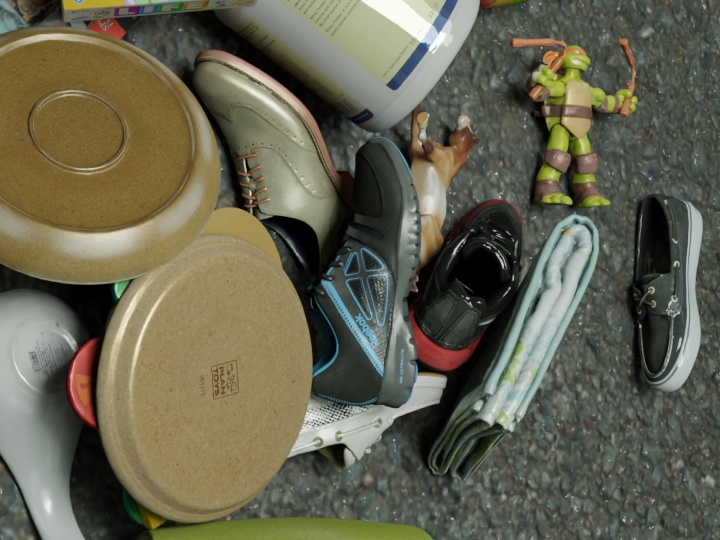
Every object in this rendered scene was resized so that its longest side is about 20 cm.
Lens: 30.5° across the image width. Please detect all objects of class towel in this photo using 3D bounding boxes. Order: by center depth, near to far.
[{"bbox_3d":[0.126,0.068,1.099,0.048,0.172,0.201,30,63,2],"label":"towel"}]

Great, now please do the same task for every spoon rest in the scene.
[{"bbox_3d":[-0.210,0.110,0.886,0.099,0.060,0.203,-9,77,-41],"label":"spoon rest"}]

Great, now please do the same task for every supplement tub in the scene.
[{"bbox_3d":[-0.024,-0.218,1.005,0.199,0.145,0.146,36,62,-16],"label":"supplement tub"}]

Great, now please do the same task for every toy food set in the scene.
[{"bbox_3d":[-0.108,0.070,0.893,0.197,0.048,0.202,-34,118,-42],"label":"toy food set"}]

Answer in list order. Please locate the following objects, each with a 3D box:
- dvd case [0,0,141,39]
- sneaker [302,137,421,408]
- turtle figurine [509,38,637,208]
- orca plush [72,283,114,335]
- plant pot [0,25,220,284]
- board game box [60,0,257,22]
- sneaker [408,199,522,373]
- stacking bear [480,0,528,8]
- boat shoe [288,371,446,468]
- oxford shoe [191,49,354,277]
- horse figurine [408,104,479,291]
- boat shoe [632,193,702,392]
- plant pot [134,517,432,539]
[{"bbox_3d":[-0.247,-0.180,0.906,0.146,0.022,0.201,50,55,-23],"label":"dvd case"},{"bbox_3d":[0.000,0.000,0.980,0.081,0.073,0.203,1,83,-11],"label":"sneaker"},{"bbox_3d":[0.191,-0.142,1.240,0.199,0.064,0.164,2,90,-48],"label":"turtle figurine"},{"bbox_3d":[-0.164,0.018,0.932,0.105,0.070,0.203,-47,132,-60],"label":"orca plush"},{"bbox_3d":[-0.184,-0.085,0.854,0.197,0.028,0.202,10,57,-16],"label":"plant pot"},{"bbox_3d":[-0.146,-0.275,0.888,0.133,0.034,0.203,-8,89,-14],"label":"board game box"},{"bbox_3d":[0.102,-0.005,1.106,0.070,0.098,0.201,33,44,1],"label":"sneaker"},{"bbox_3d":[0.114,-0.277,1.170,0.199,0.121,0.115,-28,104,-31],"label":"stacking bear"},{"bbox_3d":[-0.017,0.119,1.032,0.198,0.071,0.070,-7,89,-31],"label":"boat shoe"},{"bbox_3d":[-0.067,-0.080,1.013,0.200,0.070,0.074,49,60,-24],"label":"oxford shoe"},{"bbox_3d":[0.050,-0.062,1.103,0.133,0.049,0.202,62,37,-60],"label":"horse figurine"},{"bbox_3d":[0.297,0.019,1.312,0.056,0.068,0.203,21,65,-27],"label":"boat shoe"},{"bbox_3d":[-0.068,0.248,0.918,0.198,0.187,0.190,19,72,-21],"label":"plant pot"}]
